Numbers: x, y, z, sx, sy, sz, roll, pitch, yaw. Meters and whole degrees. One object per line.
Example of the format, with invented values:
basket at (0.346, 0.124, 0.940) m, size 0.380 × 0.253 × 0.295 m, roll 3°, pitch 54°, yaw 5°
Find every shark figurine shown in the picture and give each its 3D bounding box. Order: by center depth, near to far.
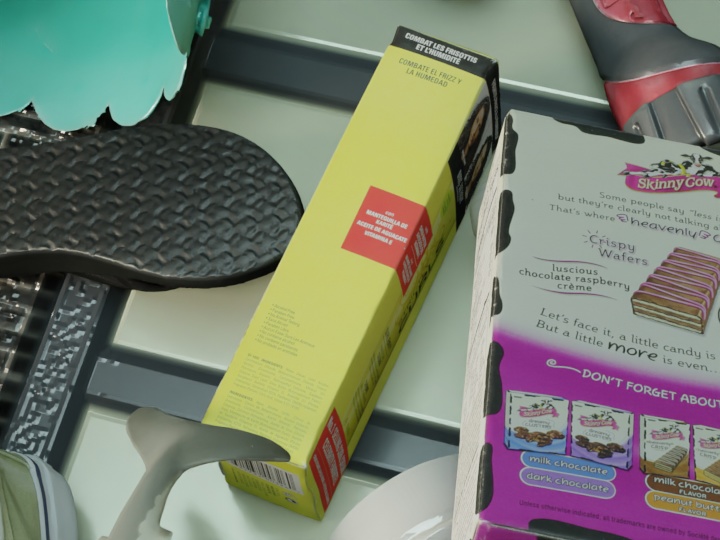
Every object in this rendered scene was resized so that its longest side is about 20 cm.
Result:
shark figurine at (-0.089, 0.152, 0.767) m, size 0.089 × 0.128 × 0.215 m, roll -17°, pitch 76°, yaw 38°

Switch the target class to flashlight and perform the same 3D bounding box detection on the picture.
flashlight at (0.123, -0.127, 0.937) m, size 0.068 × 0.068 × 0.200 m, roll -16°, pitch 66°, yaw -1°

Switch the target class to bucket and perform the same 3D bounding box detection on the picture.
bucket at (-0.151, -0.169, 0.913) m, size 0.207 × 0.207 × 0.135 m, roll 14°, pitch 65°, yaw 12°

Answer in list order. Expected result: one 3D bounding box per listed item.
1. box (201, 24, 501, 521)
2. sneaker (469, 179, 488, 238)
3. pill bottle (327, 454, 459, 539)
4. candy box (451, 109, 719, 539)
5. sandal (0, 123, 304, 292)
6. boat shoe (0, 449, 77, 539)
box at (0.000, 0.000, 0.887) m, size 0.050 × 0.075 × 0.200 m, roll 21°, pitch 68°, yaw 14°
sneaker at (0.103, 0.051, 0.850) m, size 0.199 × 0.080 × 0.130 m, roll 38°, pitch 65°, yaw 9°
pill bottle at (0.066, 0.165, 0.738) m, size 0.113 × 0.113 × 0.200 m, roll -27°, pitch 48°, yaw -7°
candy box at (0.107, 0.040, 0.747) m, size 0.136 × 0.061 × 0.200 m, roll 12°, pitch 47°, yaw -3°
sandal at (-0.114, -0.023, 0.929) m, size 0.200 × 0.048 × 0.076 m, roll 1°, pitch 66°, yaw 20°
boat shoe at (-0.148, 0.162, 0.822) m, size 0.072 × 0.062 × 0.200 m, roll -28°, pitch 54°, yaw 28°
